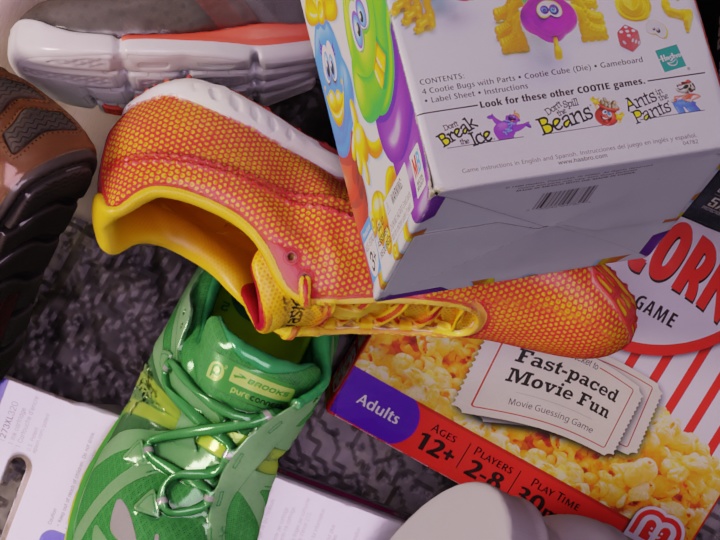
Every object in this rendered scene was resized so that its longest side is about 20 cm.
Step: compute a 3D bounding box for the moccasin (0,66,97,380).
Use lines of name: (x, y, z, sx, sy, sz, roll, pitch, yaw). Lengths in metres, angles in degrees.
moccasin: (-0.165, 0.002, 0.960, 0.074, 0.201, 0.078, -29, 68, -40)

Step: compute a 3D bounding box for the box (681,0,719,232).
box: (0.218, -0.069, 0.934, 0.200, 0.086, 0.164, 22, 51, -14)

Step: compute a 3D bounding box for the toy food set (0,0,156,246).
toy food set: (-0.102, -0.124, 1.000, 0.143, 0.060, 0.200, 24, 95, -15)

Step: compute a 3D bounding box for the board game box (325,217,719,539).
board game box: (0.100, 0.000, 1.000, 0.151, 0.046, 0.200, 28, 100, -7)

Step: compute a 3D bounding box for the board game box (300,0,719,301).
board game box: (0.039, -0.106, 0.880, 0.105, 0.103, 0.200, -9, 72, -14)

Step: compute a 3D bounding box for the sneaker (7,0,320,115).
sneaker: (-0.034, -0.108, 0.960, 0.200, 0.077, 0.082, -8, 79, -15)

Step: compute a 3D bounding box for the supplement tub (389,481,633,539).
supplement tub: (0.096, 0.177, 0.961, 0.200, 0.140, 0.140, 31, 93, -19)

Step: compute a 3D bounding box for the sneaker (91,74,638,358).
sneaker: (0.000, 0.000, 0.928, 0.200, 0.073, 0.077, 17, 61, 1)

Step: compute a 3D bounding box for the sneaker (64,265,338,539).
sneaker: (-0.057, 0.055, 0.967, 0.074, 0.084, 0.200, 19, 69, -4)

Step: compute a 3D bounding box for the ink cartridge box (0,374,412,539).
ink cartridge box: (-0.063, 0.117, 1.024, 0.200, 0.037, 0.095, 21, 93, -5)
